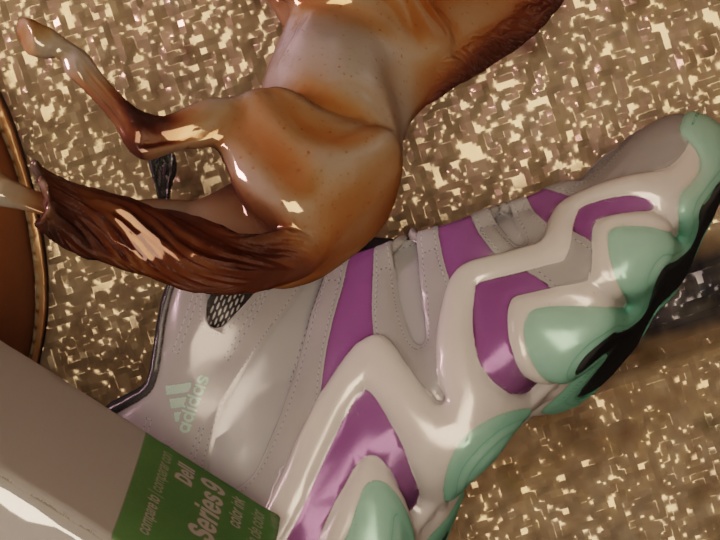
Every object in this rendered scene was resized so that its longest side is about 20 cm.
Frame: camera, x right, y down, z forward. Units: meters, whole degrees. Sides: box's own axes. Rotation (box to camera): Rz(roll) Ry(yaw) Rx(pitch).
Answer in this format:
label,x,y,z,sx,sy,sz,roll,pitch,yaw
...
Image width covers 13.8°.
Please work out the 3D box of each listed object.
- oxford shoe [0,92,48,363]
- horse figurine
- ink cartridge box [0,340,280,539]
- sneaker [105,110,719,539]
label,x,y,z,sx,sy,sz,roll,pitch,yaw
oxford shoe,-0.131,0.031,0.850,0.071,0.071,0.201,2,91,6
horse figurine,-0.025,-0.051,0.807,0.132,0.200,0.050,22,134,3
ink cartridge box,-0.142,0.081,0.768,0.200,0.088,0.146,32,107,-8
sneaker,0.000,0.000,0.840,0.140,0.078,0.200,41,80,12
